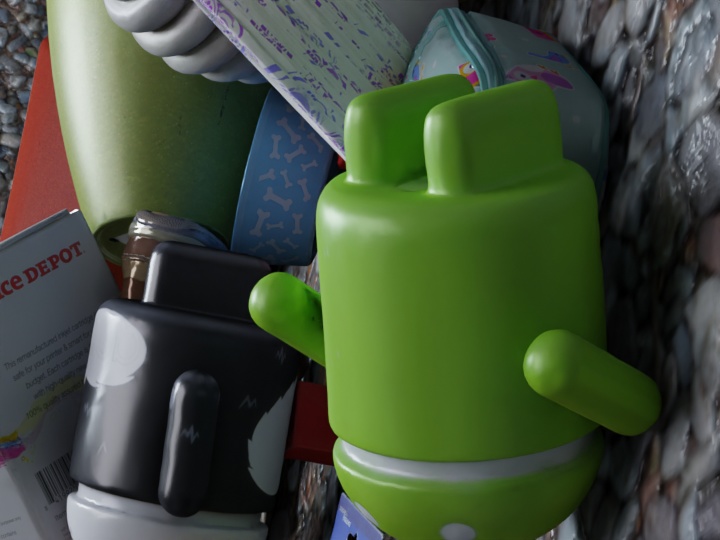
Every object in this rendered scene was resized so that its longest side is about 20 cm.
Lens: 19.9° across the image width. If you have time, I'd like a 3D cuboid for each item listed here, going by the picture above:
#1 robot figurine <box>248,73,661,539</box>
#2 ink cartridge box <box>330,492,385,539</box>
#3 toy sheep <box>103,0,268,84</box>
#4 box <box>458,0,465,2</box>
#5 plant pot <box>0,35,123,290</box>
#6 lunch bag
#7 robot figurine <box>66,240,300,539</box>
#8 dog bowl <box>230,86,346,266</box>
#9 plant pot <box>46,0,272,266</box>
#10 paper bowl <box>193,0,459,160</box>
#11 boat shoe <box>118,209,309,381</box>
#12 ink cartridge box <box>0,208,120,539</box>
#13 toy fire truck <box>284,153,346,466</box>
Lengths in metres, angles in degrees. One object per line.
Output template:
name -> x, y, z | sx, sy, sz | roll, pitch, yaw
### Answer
robot figurine -> 0.042, 0.025, 0.835 | 0.174, 0.115, 0.202 | 9, 110, 40
ink cartridge box -> -0.036, 0.213, 1.009 | 0.099, 0.039, 0.202 | -158, 80, -77
toy sheep -> -0.089, -0.183, 1.237 | 0.138, 0.199, 0.139 | -34, 45, 43
box -> -0.006, -0.230, 1.136 | 0.021, 0.201, 0.163 | -40, 11, -20
plant pot -> -0.150, -0.054, 1.559 | 0.176, 0.198, 0.202 | -147, 69, -66
lunch bag -> 0.045, -0.016, 0.974 | 0.161, 0.076, 0.202 | -112, 37, -64
robot figurine -> -0.100, 0.087, 1.181 | 0.124, 0.150, 0.202 | 9, 89, 33
dog bowl -> -0.037, -0.066, 1.294 | 0.200, 0.049, 0.112 | -67, -10, -72
plant pot -> -0.126, -0.108, 1.363 | 0.187, 0.185, 0.202 | 128, 148, -60
paper bowl -> -0.026, -0.151, 1.083 | 0.104, 0.201, 0.201 | -45, 17, 0
boat shoe -> -0.099, 0.036, 1.317 | 0.075, 0.200, 0.072 | 8, 66, 34
ink cartridge box -> -0.199, 0.083, 1.259 | 0.084, 0.144, 0.201 | -18, 99, 39
toy fire truck -> 0.000, 0.000, 1.198 | 0.141, 0.048, 0.202 | 123, 155, -60
